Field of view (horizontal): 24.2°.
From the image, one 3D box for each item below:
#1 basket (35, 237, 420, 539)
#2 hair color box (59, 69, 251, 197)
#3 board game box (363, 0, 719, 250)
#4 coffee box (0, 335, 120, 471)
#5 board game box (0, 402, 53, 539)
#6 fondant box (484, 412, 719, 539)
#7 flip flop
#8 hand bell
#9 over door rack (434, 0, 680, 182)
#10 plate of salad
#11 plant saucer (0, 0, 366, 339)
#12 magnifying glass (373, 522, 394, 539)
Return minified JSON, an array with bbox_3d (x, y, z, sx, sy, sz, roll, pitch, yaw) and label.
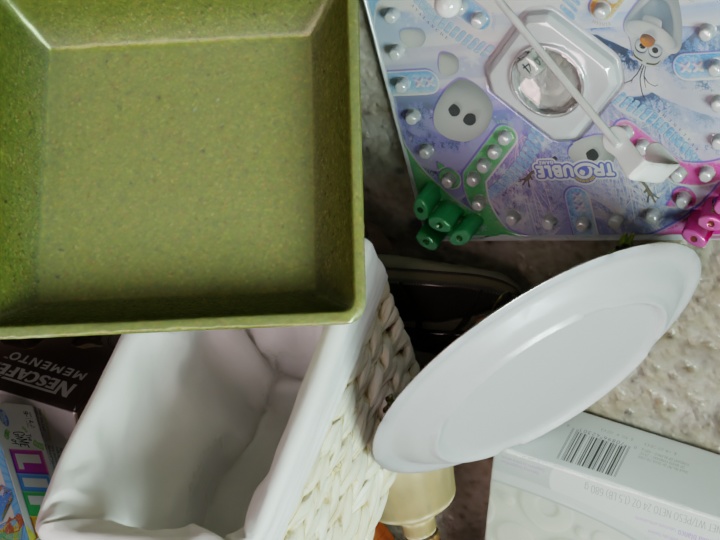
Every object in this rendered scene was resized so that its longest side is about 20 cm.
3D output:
[{"bbox_3d":[-0.058,0.093,0.899,0.135,0.200,0.123,1,142,29],"label":"basket"},{"bbox_3d":[-0.145,-0.109,0.949,0.200,0.100,0.061,24,163,13],"label":"hair color box"},{"bbox_3d":[0.098,-0.099,0.877,0.200,0.026,0.200,0,121,29],"label":"board game box"},{"bbox_3d":[-0.240,0.069,1.124,0.200,0.113,0.080,14,127,21],"label":"coffee box"},{"bbox_3d":[-0.253,0.193,1.045,0.200,0.034,0.135,-43,56,30],"label":"board game box"},{"bbox_3d":[0.150,0.187,1.023,0.144,0.058,0.200,16,129,19],"label":"fondant box"},{"bbox_3d":[0.000,0.000,0.984,0.200,0.058,0.081,9,139,5],"label":"flip flop"},{"bbox_3d":[0.039,0.170,1.030,0.104,0.104,0.200,-2,115,30],"label":"hand bell"},{"bbox_3d":[0.110,-0.155,0.770,0.200,0.067,0.148,47,122,8],"label":"over door rack"},{"bbox_3d":[0.090,0.042,0.886,0.048,0.200,0.200,59,136,24],"label":"plate of salad"},{"bbox_3d":[-0.097,-0.057,0.870,0.199,0.200,0.048,-3,161,4],"label":"plant saucer"},{"bbox_3d":[-0.044,0.107,1.101,0.080,0.022,0.200,-24,109,42],"label":"magnifying glass"}]
